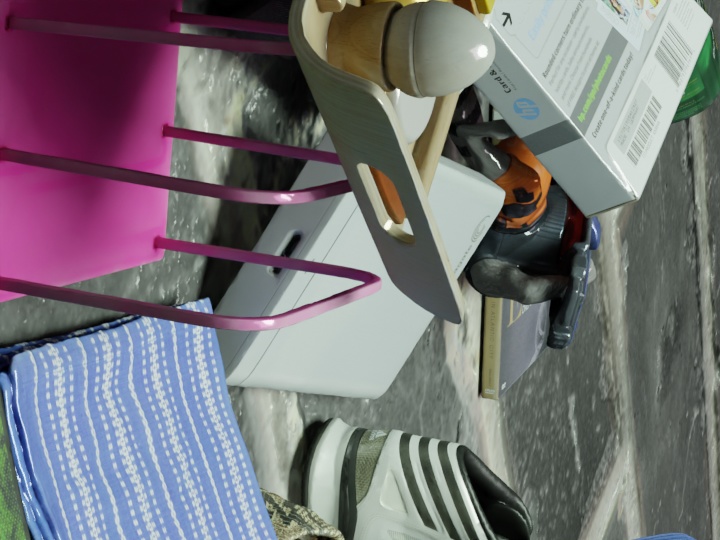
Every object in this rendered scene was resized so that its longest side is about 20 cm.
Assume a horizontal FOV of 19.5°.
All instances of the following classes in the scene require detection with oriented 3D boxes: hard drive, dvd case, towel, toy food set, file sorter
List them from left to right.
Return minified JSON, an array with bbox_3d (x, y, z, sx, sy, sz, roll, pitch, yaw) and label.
[{"bbox_3d":[-0.082,0.089,0.821,0.200,0.024,0.146,-17,89,-70],"label":"towel"},{"bbox_3d":[-0.054,-0.087,0.767,0.139,0.125,0.201,-19,116,-67],"label":"file sorter"},{"bbox_3d":[0.000,0.000,1.014,0.132,0.027,0.200,-58,160,7],"label":"hard drive"},{"bbox_3d":[0.039,-0.103,0.747,0.144,0.060,0.201,65,38,-56],"label":"toy food set"},{"bbox_3d":[0.114,-0.034,1.368,0.149,0.016,0.201,-37,132,-61],"label":"dvd case"}]

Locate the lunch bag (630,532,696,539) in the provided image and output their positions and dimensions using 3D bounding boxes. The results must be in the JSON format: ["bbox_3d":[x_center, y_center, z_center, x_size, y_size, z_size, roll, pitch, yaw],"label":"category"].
[{"bbox_3d":[0.097,0.212,1.077,0.199,0.083,0.161,-6,138,-34],"label":"lunch bag"}]

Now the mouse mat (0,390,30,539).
[{"bbox_3d":[-0.155,0.034,0.640,0.161,0.007,0.201,-14,93,-67],"label":"mouse mat"}]

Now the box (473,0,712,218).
[{"bbox_3d":[0.098,-0.152,1.112,0.200,0.041,0.156,48,47,-23],"label":"box"}]

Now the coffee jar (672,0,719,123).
[{"bbox_3d":[0.179,-0.176,1.364,0.200,0.085,0.105,45,31,-64],"label":"coffee jar"}]

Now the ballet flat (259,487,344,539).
[{"bbox_3d":[-0.060,0.161,0.919,0.200,0.075,0.068,-46,143,-55],"label":"ballet flat"}]

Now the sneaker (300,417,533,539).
[{"bbox_3d":[0.032,0.176,1.099,0.076,0.115,0.202,-57,149,-58],"label":"sneaker"}]

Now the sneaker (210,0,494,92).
[{"bbox_3d":[-0.017,-0.117,0.931,0.200,0.111,0.073,172,-63,-77],"label":"sneaker"}]

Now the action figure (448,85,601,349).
[{"bbox_3d":[0.092,-0.065,1.224,0.194,0.104,0.201,87,11,-46],"label":"action figure"}]
